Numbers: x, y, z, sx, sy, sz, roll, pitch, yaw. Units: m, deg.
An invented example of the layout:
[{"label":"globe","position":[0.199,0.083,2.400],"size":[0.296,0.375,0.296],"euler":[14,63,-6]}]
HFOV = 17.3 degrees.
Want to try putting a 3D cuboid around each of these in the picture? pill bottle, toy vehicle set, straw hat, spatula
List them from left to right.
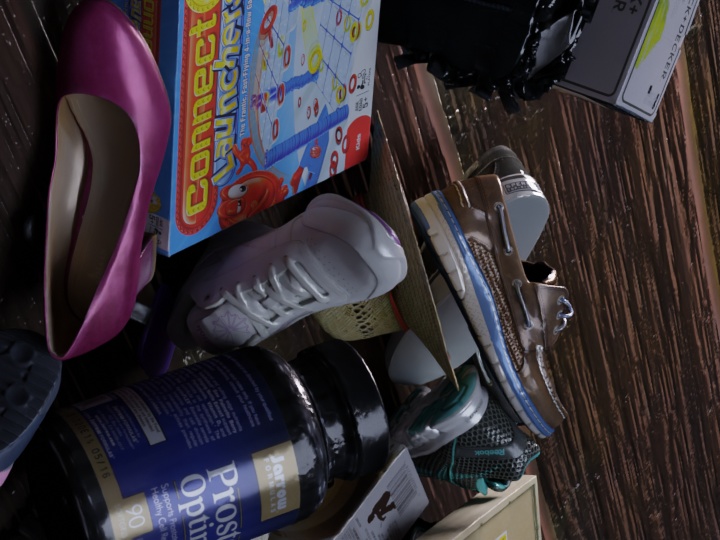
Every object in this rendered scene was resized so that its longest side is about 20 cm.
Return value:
[{"label":"spatula","position":[-0.154,0.013,1.431],"size":[0.200,0.021,0.057],"euler":[44,58,-54]},{"label":"pill bottle","position":[-0.089,0.110,1.405],"size":[0.200,0.112,0.112],"euler":[-18,129,-21]},{"label":"straw hat","position":[0.000,0.000,1.591],"size":[0.085,0.201,0.201],"euler":[-16,138,2]},{"label":"toy vehicle set","position":[0.089,0.229,1.687],"size":[0.200,0.027,0.124],"euler":[-21,108,-67]}]

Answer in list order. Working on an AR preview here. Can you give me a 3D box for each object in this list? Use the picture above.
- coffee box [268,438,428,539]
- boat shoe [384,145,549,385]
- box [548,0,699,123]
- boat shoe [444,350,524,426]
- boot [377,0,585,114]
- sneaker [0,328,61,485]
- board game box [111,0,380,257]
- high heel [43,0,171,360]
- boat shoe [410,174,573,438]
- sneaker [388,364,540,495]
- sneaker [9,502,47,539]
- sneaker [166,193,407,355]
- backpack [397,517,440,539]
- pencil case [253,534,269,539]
[{"label":"coffee box","position":[-0.060,0.193,1.607],"size":[0.200,0.113,0.080],"euler":[-51,146,-22]},{"label":"boat shoe","position":[0.072,-0.001,1.717],"size":[0.071,0.064,0.200],"euler":[8,128,-33]},{"label":"box","position":[0.117,-0.184,1.544],"size":[0.060,0.200,0.117],"euler":[17,96,-59]},{"label":"boat shoe","position":[0.105,0.031,1.798],"size":[0.072,0.068,0.200],"euler":[-36,136,-38]},{"label":"boot","position":[0.069,-0.210,1.489],"size":[0.073,0.162,0.198],"euler":[-4,113,-57]},{"label":"sneaker","position":[-0.240,0.122,1.346],"size":[0.200,0.070,0.082],"euler":[-52,165,-21]},{"label":"board game box","position":[-0.068,-0.134,1.432],"size":[0.196,0.056,0.200],"euler":[-29,133,-46]},{"label":"high heel","position":[-0.155,-0.049,1.327],"size":[0.096,0.067,0.200],"euler":[-54,154,-52]},{"label":"boat shoe","position":[0.108,0.025,1.633],"size":[0.072,0.072,0.200],"euler":[-27,115,0]},{"label":"sneaker","position":[0.067,0.131,1.711],"size":[0.078,0.091,0.200],"euler":[-52,-174,-16]},{"label":"sneaker","position":[-0.177,0.198,1.483],"size":[0.200,0.075,0.116],"euler":[-40,146,-21]},{"label":"sneaker","position":[-0.046,0.013,1.436],"size":[0.075,0.200,0.100],"euler":[48,58,-18]},{"label":"backpack","position":[-0.002,0.284,1.703],"size":[0.176,0.153,0.200],"euler":[40,54,-63]},{"label":"pencil case","position":[-0.101,0.204,1.509],"size":[0.078,0.089,0.200],"euler":[50,43,-42]}]
